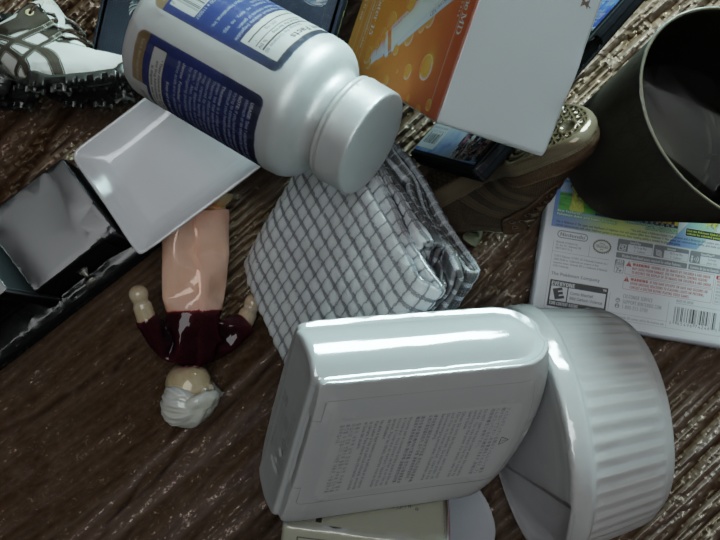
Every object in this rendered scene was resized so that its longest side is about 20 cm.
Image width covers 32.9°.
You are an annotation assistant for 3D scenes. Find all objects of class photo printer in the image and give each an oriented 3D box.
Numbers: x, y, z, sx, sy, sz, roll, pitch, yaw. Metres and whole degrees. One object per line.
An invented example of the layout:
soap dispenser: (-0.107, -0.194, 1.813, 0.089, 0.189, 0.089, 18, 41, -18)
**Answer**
photo printer: (0.037, 0.103, 0.886, 0.198, 0.167, 0.070, -4, 45, -22)

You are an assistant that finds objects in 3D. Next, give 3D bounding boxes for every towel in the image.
towel: (0.000, 0.000, 0.968, 0.166, 0.085, 0.201, -54, 46, 27)

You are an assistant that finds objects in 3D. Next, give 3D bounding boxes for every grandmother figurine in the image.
grandmother figurine: (-0.141, 0.034, 1.041, 0.120, 0.060, 0.202, 3, 92, -20)

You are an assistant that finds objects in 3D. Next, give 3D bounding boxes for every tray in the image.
tray: (-0.127, -0.112, 0.996, 0.199, 0.022, 0.108, -37, 80, 0)

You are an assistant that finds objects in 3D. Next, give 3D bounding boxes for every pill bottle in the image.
pill bottle: (-0.071, -0.140, 0.914, 0.199, 0.111, 0.112, 31, 87, 19)

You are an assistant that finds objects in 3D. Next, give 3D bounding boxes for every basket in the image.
basket: (0.247, -0.104, 0.947, 0.180, 0.200, 0.137, 36, 80, -10)

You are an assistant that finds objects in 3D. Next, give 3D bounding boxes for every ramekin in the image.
ramekin: (0.173, 0.123, 0.974, 0.093, 0.202, 0.205, -8, 86, -12)

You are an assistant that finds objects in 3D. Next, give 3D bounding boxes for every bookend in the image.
bookend: (-0.276, -0.006, 0.976, 0.199, 0.199, 0.092, -38, 87, -3)

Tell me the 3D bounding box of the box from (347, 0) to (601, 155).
box: (0.078, -0.183, 0.933, 0.097, 0.200, 0.126, 13, 105, -26)

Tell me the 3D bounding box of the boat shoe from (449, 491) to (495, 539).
boat shoe: (0.034, 0.171, 1.031, 0.200, 0.066, 0.072, 41, 87, -15)

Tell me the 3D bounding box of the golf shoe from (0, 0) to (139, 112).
golf shoe: (-0.256, -0.184, 1.013, 0.198, 0.078, 0.096, 6, 83, 30)

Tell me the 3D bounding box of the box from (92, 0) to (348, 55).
box: (-0.116, -0.219, 1.033, 0.198, 0.051, 0.159, 21, 114, 2)

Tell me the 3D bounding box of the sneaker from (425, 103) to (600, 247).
sneaker: (0.132, -0.074, 0.995, 0.076, 0.199, 0.071, 45, 57, -19)

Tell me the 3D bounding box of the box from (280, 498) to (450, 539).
box: (-0.004, 0.263, 0.968, 0.126, 0.109, 0.202, 7, 112, 0)

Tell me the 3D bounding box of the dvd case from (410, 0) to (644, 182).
dvd case: (0.135, -0.158, 1.011, 0.018, 0.143, 0.200, 44, 85, -21)

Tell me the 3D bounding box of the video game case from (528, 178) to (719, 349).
video game case: (0.256, -0.034, 1.064, 0.198, 0.022, 0.184, 9, 87, 2)
